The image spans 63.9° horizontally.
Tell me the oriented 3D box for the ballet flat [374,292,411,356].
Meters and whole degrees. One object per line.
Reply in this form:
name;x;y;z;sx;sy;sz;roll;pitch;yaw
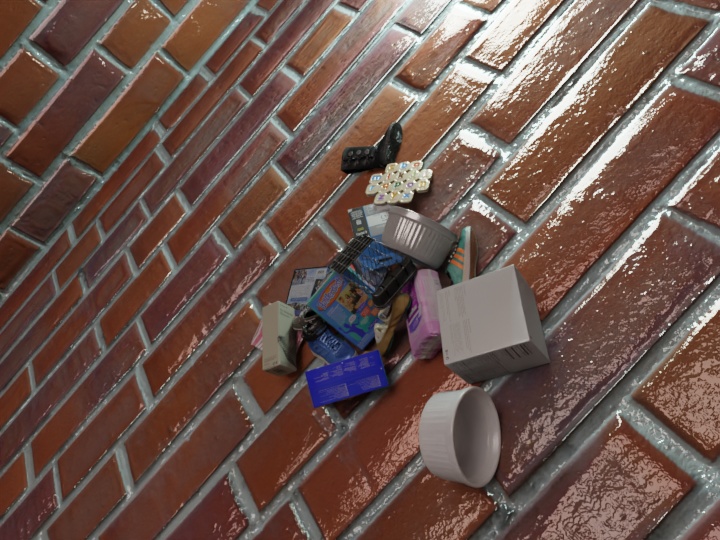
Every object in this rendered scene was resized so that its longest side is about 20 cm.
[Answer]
ballet flat;0.068;0.136;1.500;0.069;0.062;0.202;-96;24;-60

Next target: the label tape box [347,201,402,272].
label tape box;0.052;-0.106;1.674;0.142;0.064;0.202;-15;49;1

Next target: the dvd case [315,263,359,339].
dvd case;-0.039;0.076;1.664;0.146;0.022;0.201;-45;55;20

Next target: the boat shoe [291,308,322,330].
boat shoe;-0.126;0.124;1.657;0.198;0.057;0.067;-12;27;34

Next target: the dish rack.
dish rack;0.027;-0.007;1.478;0.199;0.055;0.153;30;67;35

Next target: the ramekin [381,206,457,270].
ramekin;0.149;-0.081;1.539;0.199;0.199;0.106;25;89;43

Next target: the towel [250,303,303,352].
towel;-0.254;0.194;1.777;0.199;0.030;0.148;21;85;41

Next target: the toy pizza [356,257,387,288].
toy pizza;0.000;0.000;1.712;0.198;0.032;0.203;-17;58;28

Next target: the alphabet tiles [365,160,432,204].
alphabet tiles;0.117;-0.264;1.747;0.197;0.015;0.197;-2;46;22

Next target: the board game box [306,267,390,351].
board game box;-0.023;0.095;1.561;0.152;0.200;0.045;-49;6;10

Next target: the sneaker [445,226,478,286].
sneaker;0.257;-0.022;1.500;0.079;0.071;0.202;-6;62;30

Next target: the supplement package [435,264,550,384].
supplement package;0.299;0.128;1.323;0.198;0.147;0.193;-21;53;26

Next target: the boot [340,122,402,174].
boot;0.034;-0.405;1.917;0.198;0.066;0.167;-2;62;42

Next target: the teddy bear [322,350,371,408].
teddy bear;-0.043;0.288;1.548;0.198;0.067;0.147;-18;52;28

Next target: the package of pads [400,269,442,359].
package of pads;0.165;0.109;1.460;0.121;0.075;0.202;122;149;-46

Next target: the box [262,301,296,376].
box;-0.239;0.200;1.693;0.068;0.082;0.202;-22;58;28

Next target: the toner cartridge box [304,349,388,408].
toner cartridge box;-0.034;0.276;1.471;0.197;0.043;0.096;-16;80;0

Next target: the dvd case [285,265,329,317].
dvd case;-0.174;0.084;1.807;0.141;0.018;0.202;-5;62;36

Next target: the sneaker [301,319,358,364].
sneaker;-0.092;0.192;1.568;0.077;0.112;0.199;-38;27;-23

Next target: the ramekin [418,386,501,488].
ramekin;0.210;0.351;1.229;0.097;0.200;0.203;-10;58;40
